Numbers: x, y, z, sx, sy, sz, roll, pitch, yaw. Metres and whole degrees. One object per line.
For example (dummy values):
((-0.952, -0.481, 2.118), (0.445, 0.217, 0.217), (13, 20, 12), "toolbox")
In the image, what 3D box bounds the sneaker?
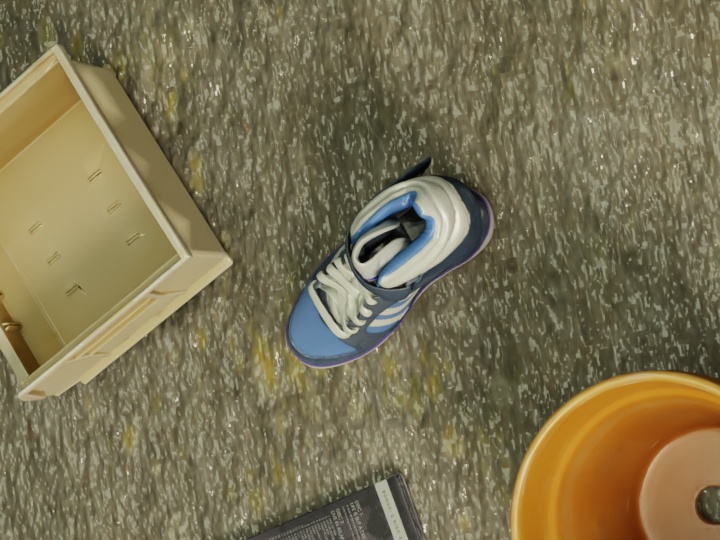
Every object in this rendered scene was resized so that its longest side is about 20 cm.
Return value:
((0.000, 0.000, 1.574), (0.200, 0.146, 0.081), (-37, 75, 17), "sneaker")

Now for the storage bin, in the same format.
((-0.238, -0.033, 1.695), (0.198, 0.094, 0.201), (-38, 76, 17), "storage bin")

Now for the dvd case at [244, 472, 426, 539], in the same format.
((-0.028, 0.262, 1.651), (0.199, 0.016, 0.150), (-25, 78, 21), "dvd case")

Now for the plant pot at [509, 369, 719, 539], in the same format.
((0.222, 0.168, 1.457), (0.198, 0.183, 0.202), (-1, 88, 22), "plant pot")
